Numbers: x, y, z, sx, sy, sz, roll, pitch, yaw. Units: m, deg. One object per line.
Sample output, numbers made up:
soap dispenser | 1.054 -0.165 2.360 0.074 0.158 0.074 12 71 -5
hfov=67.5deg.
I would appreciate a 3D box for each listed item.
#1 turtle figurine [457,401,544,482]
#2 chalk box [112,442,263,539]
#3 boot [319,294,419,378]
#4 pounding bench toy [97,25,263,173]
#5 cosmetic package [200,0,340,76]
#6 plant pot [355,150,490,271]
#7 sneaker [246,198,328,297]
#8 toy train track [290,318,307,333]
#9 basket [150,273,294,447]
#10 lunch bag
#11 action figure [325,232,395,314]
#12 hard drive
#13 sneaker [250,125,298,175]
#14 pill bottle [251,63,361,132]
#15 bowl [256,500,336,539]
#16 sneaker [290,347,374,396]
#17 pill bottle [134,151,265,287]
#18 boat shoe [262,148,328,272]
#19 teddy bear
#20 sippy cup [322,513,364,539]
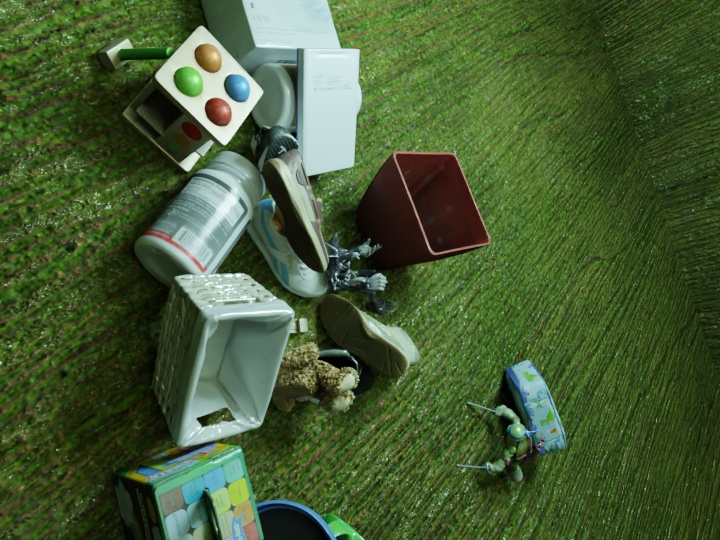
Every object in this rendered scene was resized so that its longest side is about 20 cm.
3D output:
turtle figurine | 0.322 0.400 1.253 0.146 0.196 0.195 -99 166 -45
chalk box | -0.211 0.302 0.683 0.122 0.198 0.128 -13 90 -43
boot | 0.021 0.120 1.021 0.199 0.073 0.154 38 10 16
pounding bench toy | -0.270 -0.274 0.784 0.200 0.154 0.126 43 55 -27
cosmetic package | -0.163 -0.462 0.950 0.197 0.122 0.204 -20 93 -44
plant pot | 0.106 -0.100 1.073 0.198 0.175 0.204 -10 75 -44
sneaker | -0.116 -0.033 0.929 0.201 0.080 0.077 53 49 -23
toy train track | -0.163 0.095 0.889 0.197 0.032 0.118 2 80 -44
basket | -0.195 0.112 0.737 0.134 0.123 0.203 -1 119 -43
lunch bag | 0.426 0.334 1.322 0.161 0.081 0.203 -78 146 -76
action figure | 0.000 0.000 0.985 0.200 0.100 0.121 45 33 -51
hard drive | -0.057 -0.276 0.938 0.131 0.025 0.204 -21 124 -44
sneaker | -0.151 -0.199 0.877 0.073 0.200 0.081 -33 94 -11
pill bottle | -0.095 -0.315 0.987 0.198 0.113 0.117 -19 94 -44
bowl | -0.116 0.433 0.769 0.039 0.196 0.206 48 38 -78
sneaker | -0.025 0.181 0.943 0.198 0.114 0.077 20 68 -38
pill bottle | -0.232 -0.076 0.806 0.114 0.113 0.202 46 53 -26
boat shoe | -0.084 -0.092 0.848 0.072 0.071 0.203 -40 122 -31
teddy bear | -0.098 0.170 0.860 0.068 0.195 0.147 -80 167 -45
sippy cup | -0.043 0.489 0.859 0.178 0.139 0.130 49 63 -9
